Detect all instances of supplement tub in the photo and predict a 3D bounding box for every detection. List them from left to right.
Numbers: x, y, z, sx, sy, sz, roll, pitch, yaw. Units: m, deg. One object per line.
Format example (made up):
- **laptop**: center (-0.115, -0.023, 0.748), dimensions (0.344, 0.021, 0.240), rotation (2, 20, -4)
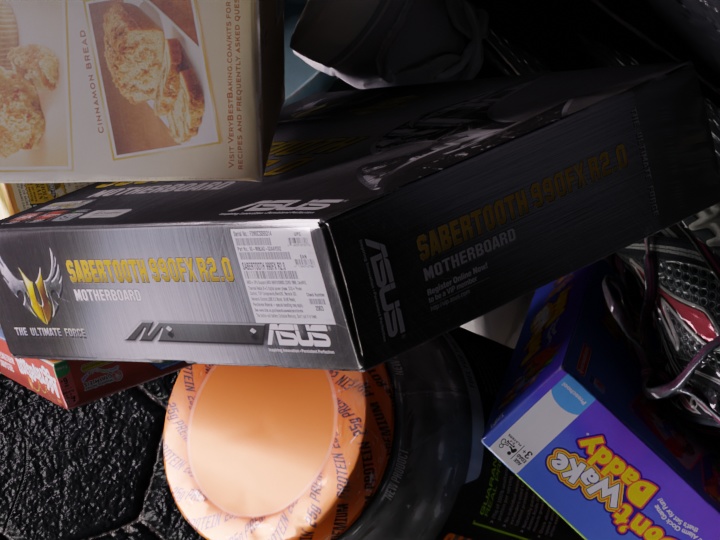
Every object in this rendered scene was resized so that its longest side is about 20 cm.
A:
- **supplement tub**: center (0.020, 0.080, 1.020), dimensions (0.122, 0.123, 0.200), rotation (40, -170, 37)

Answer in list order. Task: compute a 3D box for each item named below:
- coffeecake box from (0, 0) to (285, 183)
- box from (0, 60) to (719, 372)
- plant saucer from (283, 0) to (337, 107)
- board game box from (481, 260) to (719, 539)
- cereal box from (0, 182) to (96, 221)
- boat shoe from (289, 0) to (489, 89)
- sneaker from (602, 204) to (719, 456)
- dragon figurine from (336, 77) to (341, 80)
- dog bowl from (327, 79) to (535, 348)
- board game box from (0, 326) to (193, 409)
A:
- **coffeecake box**: center (-0.128, -0.076, 0.847), dimensions (0.154, 0.199, 0.073), rotation (-87, -4, -77)
- **box**: center (-0.008, -0.018, 0.835), dimensions (0.200, 0.158, 0.049), rotation (1, 111, 52)
- **plant saucer**: center (-0.088, -0.080, 1.115), dimensions (0.200, 0.200, 0.027), rotation (37, 154, 57)
- **board game box**: center (0.124, 0.059, 1.014), dimensions (0.134, 0.045, 0.200), rotation (43, -158, -5)
- **cereal box**: center (-0.094, -0.015, 0.995), dimensions (0.199, 0.144, 0.040), rotation (-7, -107, -42)
- **boat shoe**: center (0.015, -0.091, 0.956), dimensions (0.068, 0.072, 0.200), rotation (27, 173, -2)
- **sneaker**: center (0.122, 0.016, 0.938), dimensions (0.200, 0.075, 0.081), rotation (42, 177, 29)
- **dragon figurine**: center (0.020, -0.062, 1.232), dimensions (0.059, 0.100, 0.200), rotation (40, -165, 11)
- **dog bowl**: center (0.000, 0.000, 1.154), dimensions (0.199, 0.059, 0.201), rotation (17, 137, 16)
- **board game box**: center (-0.029, 0.003, 0.933), dimensions (0.103, 0.199, 0.020), rotation (11, 119, 70)
